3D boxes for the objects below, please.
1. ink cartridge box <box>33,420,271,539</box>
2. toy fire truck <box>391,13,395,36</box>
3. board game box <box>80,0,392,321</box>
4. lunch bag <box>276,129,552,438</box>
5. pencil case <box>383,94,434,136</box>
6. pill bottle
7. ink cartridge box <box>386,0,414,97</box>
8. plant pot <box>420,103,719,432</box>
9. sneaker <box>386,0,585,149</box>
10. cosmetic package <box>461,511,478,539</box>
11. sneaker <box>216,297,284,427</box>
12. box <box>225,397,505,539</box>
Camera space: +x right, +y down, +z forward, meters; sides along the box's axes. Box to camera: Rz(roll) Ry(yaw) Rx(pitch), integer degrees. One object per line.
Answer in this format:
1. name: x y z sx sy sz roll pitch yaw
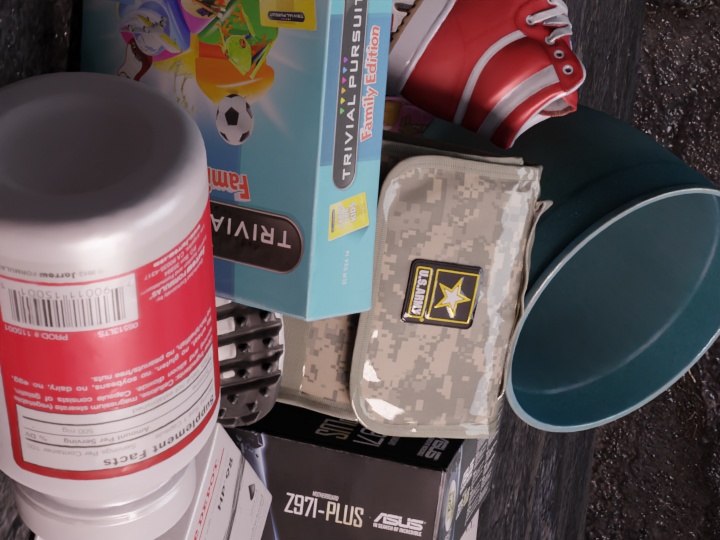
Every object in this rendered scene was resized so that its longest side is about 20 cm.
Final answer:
1. ink cartridge box: -0.110 0.144 1.144 0.200 0.067 0.116 68 36 -68
2. toy fire truck: 0.021 -0.140 1.316 0.200 0.141 0.049 -7 105 -77
3. board game box: -0.059 -0.091 0.945 0.047 0.151 0.200 -9 108 -49
4. lunch bag: 0.000 0.000 1.209 0.118 0.200 0.164 -26 127 -75
5. pencil case: 0.020 -0.028 1.531 0.083 0.086 0.200 3 99 -60
6. pill bottle: -0.117 0.024 0.908 0.112 0.112 0.200 -66 162 -46
7. ink cartridge box: 0.059 -0.156 1.546 0.200 0.109 0.050 80 24 -58
8. plant pot: 0.129 -0.027 1.424 0.200 0.188 0.200 -23 139 -22
9. sneaker: 0.106 -0.165 1.232 0.200 0.112 0.071 -56 176 -4
10. cosmetic package: -0.009 0.206 1.442 0.200 0.051 0.083 -24 137 -30
11. sneaker: -0.077 -0.020 1.085 0.091 0.066 0.200 -72 148 -68
12. box: -0.007 0.120 1.363 0.200 0.164 0.086 -41 140 -69
